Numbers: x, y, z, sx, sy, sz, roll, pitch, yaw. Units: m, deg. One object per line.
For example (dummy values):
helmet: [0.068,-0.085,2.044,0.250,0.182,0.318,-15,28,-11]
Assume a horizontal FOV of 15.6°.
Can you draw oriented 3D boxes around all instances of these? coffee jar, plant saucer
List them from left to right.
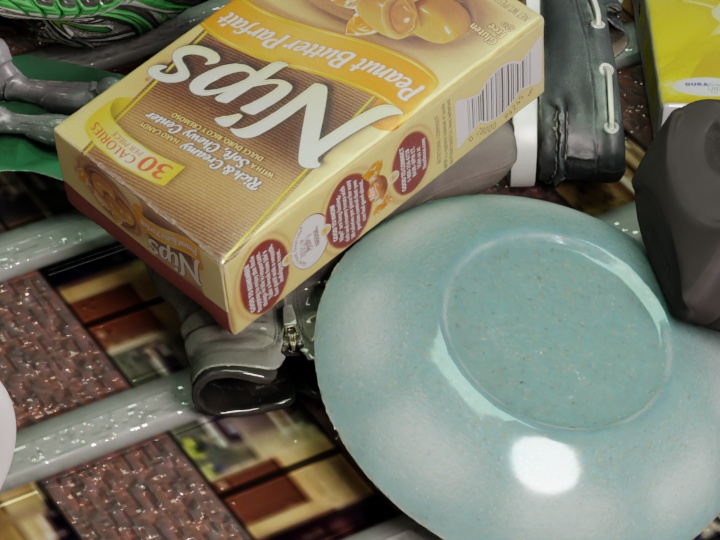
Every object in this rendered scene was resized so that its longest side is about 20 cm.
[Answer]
plant saucer: [0.081,0.036,1.142,0.201,0.039,0.201,9,52,-12]
coffee jar: [0.222,-0.012,1.171,0.200,0.085,0.104,10,37,-24]

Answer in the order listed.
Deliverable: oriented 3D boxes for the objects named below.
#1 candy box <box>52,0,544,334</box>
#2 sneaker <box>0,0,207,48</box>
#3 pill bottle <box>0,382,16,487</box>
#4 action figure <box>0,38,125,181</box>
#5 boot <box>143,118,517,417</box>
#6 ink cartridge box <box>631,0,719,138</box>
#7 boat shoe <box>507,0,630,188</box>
candy box: [-0.025,-0.073,1.191,0.200,0.055,0.115,-38,57,-25]
sneaker: [-0.148,-0.140,1.304,0.200,0.085,0.078,-1,60,-56]
pill bottle: [-0.241,0.033,1.103,0.112,0.112,0.200,-25,48,-30]
action figure: [-0.087,-0.068,1.284,0.200,0.055,0.118,10,38,1]
boot: [0.000,0.000,1.211,0.200,0.068,0.131,-17,51,-15]
ink cartridge box: [0.244,-0.128,1.386,0.197,0.047,0.200,1,43,-2]
boat shoe: [0.107,-0.116,1.343,0.060,0.076,0.200,4,52,1]
